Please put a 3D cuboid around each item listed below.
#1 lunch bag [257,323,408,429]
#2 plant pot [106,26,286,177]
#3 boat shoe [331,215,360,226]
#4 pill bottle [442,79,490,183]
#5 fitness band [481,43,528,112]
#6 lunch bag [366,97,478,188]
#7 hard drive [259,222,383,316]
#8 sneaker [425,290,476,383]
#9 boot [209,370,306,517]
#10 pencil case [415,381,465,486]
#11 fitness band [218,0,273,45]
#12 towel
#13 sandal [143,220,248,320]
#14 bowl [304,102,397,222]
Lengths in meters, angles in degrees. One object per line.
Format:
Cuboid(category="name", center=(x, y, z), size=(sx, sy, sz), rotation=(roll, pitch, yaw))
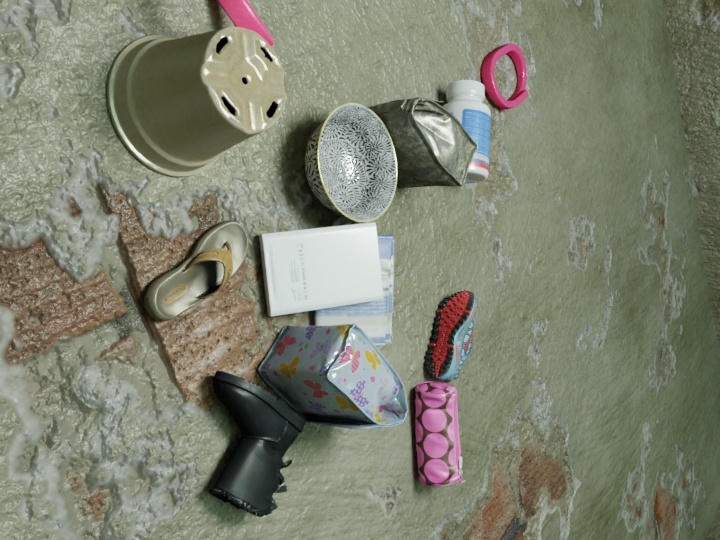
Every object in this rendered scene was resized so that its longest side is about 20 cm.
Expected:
Cuboid(category="lunch bag", center=(-0.036, 0.188, 1.087), size=(0.200, 0.169, 0.128), rotation=(51, 52, -33))
Cuboid(category="plant pot", center=(-0.206, -0.239, 0.913), size=(0.200, 0.183, 0.202), rotation=(4, 85, -48))
Cuboid(category="boat shoe", center=(0.001, -0.001, 1.215), size=(0.074, 0.064, 0.204), rotation=(-20, 103, -46))
Cuboid(category="pill bottle", center=(0.222, -0.295, 1.439), size=(0.112, 0.112, 0.202), rotation=(11, 81, -47))
Cuboid(category="fitness band", center=(0.360, -0.476, 1.657), size=(0.200, 0.037, 0.144), rotation=(-42, 118, -42))
Cuboid(category="lunch bag", center=(0.094, -0.250, 1.257), size=(0.200, 0.163, 0.118), rotation=(38, 66, -40))
Cuboid(category="hard drive", center=(-0.062, -0.004, 1.115), size=(0.198, 0.027, 0.133), rotation=(-7, 94, -22))
Cuboid(category="sneaker", center=(0.199, 0.141, 1.432), size=(0.095, 0.079, 0.201), rotation=(41, 67, -49))
Cuboid(category="boot", center=(-0.174, 0.263, 1.008), size=(0.198, 0.073, 0.163), rotation=(45, 60, -37))
Cuboid(category="pencil case", center=(0.160, 0.326, 1.352), size=(0.090, 0.093, 0.202), rotation=(-7, 93, -47))
Cuboid(category="fitness band", center=(-0.190, -0.396, 0.952), size=(0.201, 0.037, 0.144), rotation=(56, 3, 10))
Cuboid(category="towel", center=(-0.010, 0.036, 1.176), size=(0.146, 0.024, 0.202), rotation=(0, 97, -20))
Cuboid(category="sandal", center=(-0.224, 0.002, 0.974), size=(0.200, 0.054, 0.081), rotation=(-46, 121, -39))
Cuboid(category="bowl", center=(-0.033, -0.180, 1.166), size=(0.200, 0.094, 0.203), rotation=(2, 87, -47))
